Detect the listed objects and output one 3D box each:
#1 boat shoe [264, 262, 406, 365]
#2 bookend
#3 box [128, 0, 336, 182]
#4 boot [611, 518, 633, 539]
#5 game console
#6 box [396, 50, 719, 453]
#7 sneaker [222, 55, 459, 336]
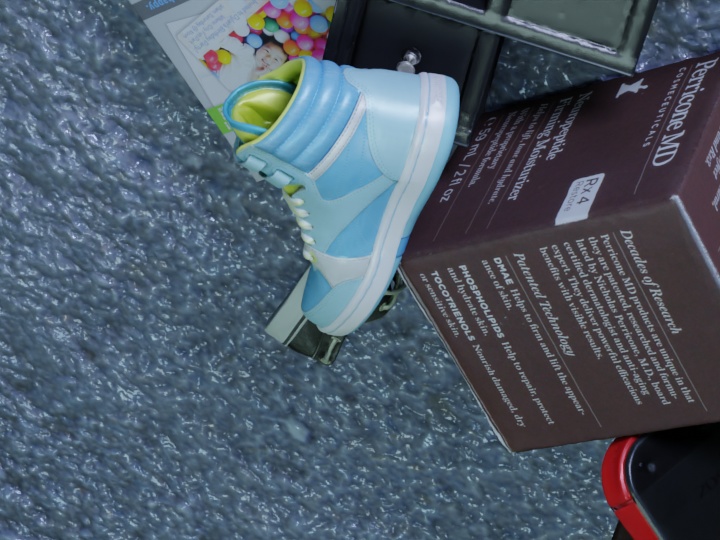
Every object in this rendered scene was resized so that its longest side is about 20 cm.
[{"bbox_3d":[0.000,0.000,1.561,0.064,0.071,0.200,35,143,-2],"label":"boat shoe"},{"bbox_3d":[0.087,-0.153,1.338,0.198,0.092,0.201,18,127,3],"label":"bookend"},{"bbox_3d":[-0.059,-0.165,1.468,0.155,0.041,0.200,-18,118,36],"label":"box"},{"bbox_3d":[0.175,0.140,1.482,0.186,0.201,0.064,-2,154,38],"label":"boot"},{"bbox_3d":[0.262,0.139,1.419,0.177,0.200,0.031,56,155,-1],"label":"game console"},{"bbox_3d":[0.163,-0.010,1.395,0.199,0.166,0.165,-13,120,34],"label":"box"},{"bbox_3d":[-0.031,-0.051,1.343,0.130,0.080,0.200,14,129,-13],"label":"sneaker"}]
